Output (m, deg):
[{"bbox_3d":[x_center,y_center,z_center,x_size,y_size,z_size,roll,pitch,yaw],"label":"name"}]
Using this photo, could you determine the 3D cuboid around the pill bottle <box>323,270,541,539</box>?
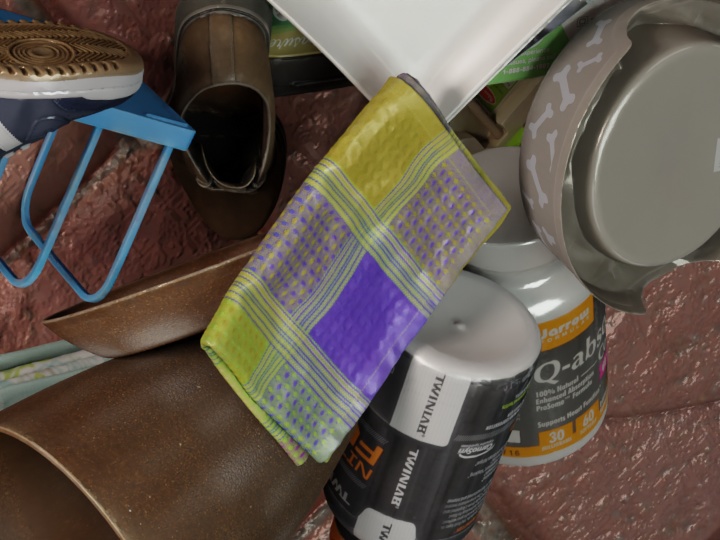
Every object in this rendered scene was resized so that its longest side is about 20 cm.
[{"bbox_3d":[0.037,0.105,1.450,0.106,0.106,0.201,-7,133,-30],"label":"pill bottle"}]

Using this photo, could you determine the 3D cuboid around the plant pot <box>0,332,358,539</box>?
[{"bbox_3d":[-0.100,0.116,1.368,0.200,0.186,0.188,-36,129,-30],"label":"plant pot"}]

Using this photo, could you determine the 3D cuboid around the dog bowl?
[{"bbox_3d":[0.180,-0.076,1.405,0.199,0.059,0.201,-19,123,-31],"label":"dog bowl"}]

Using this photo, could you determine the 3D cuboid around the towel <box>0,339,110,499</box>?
[{"bbox_3d":[-0.164,0.120,1.460,0.199,0.048,0.172,-13,122,-28],"label":"towel"}]

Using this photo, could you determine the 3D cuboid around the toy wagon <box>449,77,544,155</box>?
[{"bbox_3d":[0.063,-0.132,1.485,0.200,0.040,0.155,-48,129,-3],"label":"toy wagon"}]

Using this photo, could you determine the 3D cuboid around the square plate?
[{"bbox_3d":[0.037,-0.201,1.279,0.198,0.028,0.200,-44,117,9],"label":"square plate"}]

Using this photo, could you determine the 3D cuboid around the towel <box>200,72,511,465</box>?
[{"bbox_3d":[0.000,0.000,1.304,0.200,0.023,0.144,-52,136,-15],"label":"towel"}]

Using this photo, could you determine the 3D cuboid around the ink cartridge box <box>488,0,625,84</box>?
[{"bbox_3d":[0.117,-0.226,1.390,0.145,0.084,0.201,-11,118,-25],"label":"ink cartridge box"}]

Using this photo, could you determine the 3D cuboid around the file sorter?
[{"bbox_3d":[-0.222,-0.073,1.264,0.199,0.139,0.123,14,108,-37],"label":"file sorter"}]

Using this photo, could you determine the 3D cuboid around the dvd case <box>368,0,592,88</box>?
[{"bbox_3d":[0.051,-0.208,1.308,0.146,0.022,0.200,-36,116,4],"label":"dvd case"}]

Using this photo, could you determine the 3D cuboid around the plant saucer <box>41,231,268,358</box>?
[{"bbox_3d":[-0.088,0.011,1.359,0.200,0.200,0.037,-22,95,-22],"label":"plant saucer"}]

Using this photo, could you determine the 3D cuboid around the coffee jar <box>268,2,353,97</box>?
[{"bbox_3d":[-0.036,-0.199,1.354,0.104,0.085,0.201,-9,118,-20],"label":"coffee jar"}]

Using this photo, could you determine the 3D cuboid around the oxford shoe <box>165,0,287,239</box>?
[{"bbox_3d":[-0.080,-0.069,1.328,0.072,0.085,0.200,-3,147,1],"label":"oxford shoe"}]

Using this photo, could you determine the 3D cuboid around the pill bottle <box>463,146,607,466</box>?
[{"bbox_3d":[0.103,0.024,1.520,0.116,0.116,0.201,-27,137,-19],"label":"pill bottle"}]

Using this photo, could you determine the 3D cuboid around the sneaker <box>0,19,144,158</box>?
[{"bbox_3d":[-0.205,-0.059,1.146,0.199,0.070,0.109,-7,119,-20],"label":"sneaker"}]
